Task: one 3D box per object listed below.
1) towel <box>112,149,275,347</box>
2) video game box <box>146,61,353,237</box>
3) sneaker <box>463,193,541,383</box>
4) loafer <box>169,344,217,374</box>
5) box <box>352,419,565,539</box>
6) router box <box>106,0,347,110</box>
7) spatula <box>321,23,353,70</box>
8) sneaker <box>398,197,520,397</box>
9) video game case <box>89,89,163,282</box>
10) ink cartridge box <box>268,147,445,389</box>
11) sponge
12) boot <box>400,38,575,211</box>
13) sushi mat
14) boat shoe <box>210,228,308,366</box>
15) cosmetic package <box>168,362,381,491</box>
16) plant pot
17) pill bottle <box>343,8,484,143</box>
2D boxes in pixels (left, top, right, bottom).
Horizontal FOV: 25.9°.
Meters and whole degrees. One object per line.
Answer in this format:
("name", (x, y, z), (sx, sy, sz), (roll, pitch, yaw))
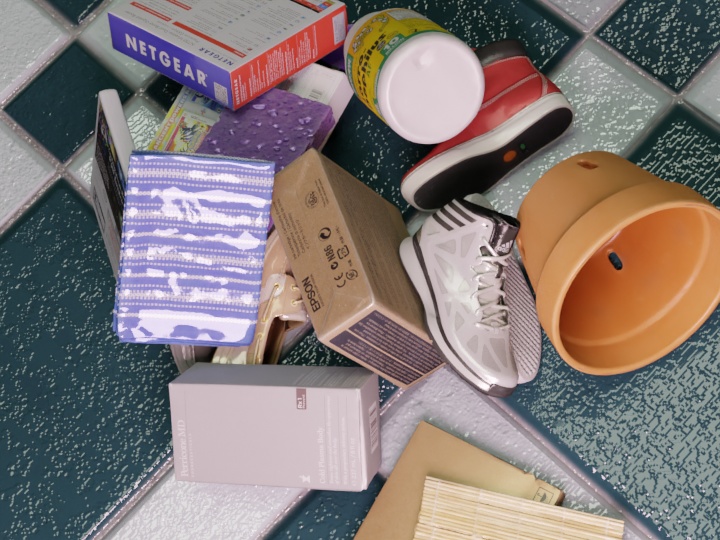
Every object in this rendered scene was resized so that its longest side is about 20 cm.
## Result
("towel", (-0.164, -0.017, 1.531), (0.143, 0.202, 0.024), (4, 24, -10))
("video game box", (-0.129, -0.151, 1.723), (0.181, 0.047, 0.201), (24, 79, 26))
("sneaker", (0.122, 0.028, 1.583), (0.082, 0.074, 0.201), (-30, 62, 35))
("loafer", (-0.158, 0.015, 1.633), (0.069, 0.070, 0.202), (-1, 86, 29))
("box", (0.079, 0.263, 1.501), (0.163, 0.021, 0.201), (25, 75, 24))
("router box", (-0.146, -0.268, 1.718), (0.199, 0.049, 0.179), (29, 49, 33))
("spatula", (-0.042, -0.190, 1.742), (0.056, 0.021, 0.201), (23, 78, 31))
("sneaker", (0.114, 0.014, 1.489), (0.115, 0.075, 0.201), (-48, 54, 33))
("video game case", (-0.248, -0.057, 1.657), (0.023, 0.182, 0.201), (-10, 60, -19))
("ink cartridge box", (0.000, 0.000, 1.548), (0.075, 0.165, 0.201), (-34, 53, 17))
("sponge", (-0.118, -0.106, 1.625), (0.111, 0.030, 0.201), (19, 60, 20))
("boot", (0.110, -0.160, 1.667), (0.199, 0.073, 0.145), (-32, 55, -1))
("sushi mat", (0.144, 0.259, 1.466), (0.198, 0.012, 0.096), (11, 68, 17))
("boat shoe", (-0.086, 0.042, 1.625), (0.069, 0.074, 0.201), (21, 83, 19))
("cosmetic package", (-0.083, 0.151, 1.542), (0.198, 0.090, 0.108), (-2, 101, 13))
("plant pot", (0.240, -0.021, 1.504), (0.199, 0.201, 0.140), (-32, 45, -1))
("pill bottle", (0.047, -0.211, 1.637), (0.112, 0.113, 0.200), (-34, 26, -2))
